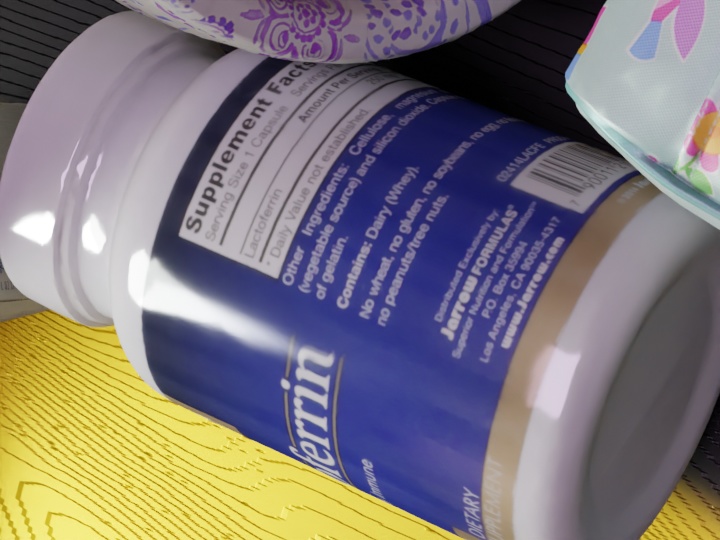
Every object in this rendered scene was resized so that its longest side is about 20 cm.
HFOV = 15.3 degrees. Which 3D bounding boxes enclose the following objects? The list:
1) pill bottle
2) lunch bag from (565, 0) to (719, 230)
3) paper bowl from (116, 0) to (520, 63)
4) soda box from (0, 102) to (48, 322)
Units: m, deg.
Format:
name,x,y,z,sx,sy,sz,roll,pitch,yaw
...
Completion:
name,x,y,z,sx,sy,sz,roll,pitch,yaw
pill bottle,0.000,0.000,0.773,0.199,0.116,0.116,23,102,25
lunch bag,0.156,-0.035,0.670,0.199,0.160,0.077,32,111,16
paper bowl,-0.021,-0.163,0.738,0.104,0.200,0.202,24,105,58
soda box,-0.165,-0.014,0.808,0.063,0.200,0.069,-15,85,28
